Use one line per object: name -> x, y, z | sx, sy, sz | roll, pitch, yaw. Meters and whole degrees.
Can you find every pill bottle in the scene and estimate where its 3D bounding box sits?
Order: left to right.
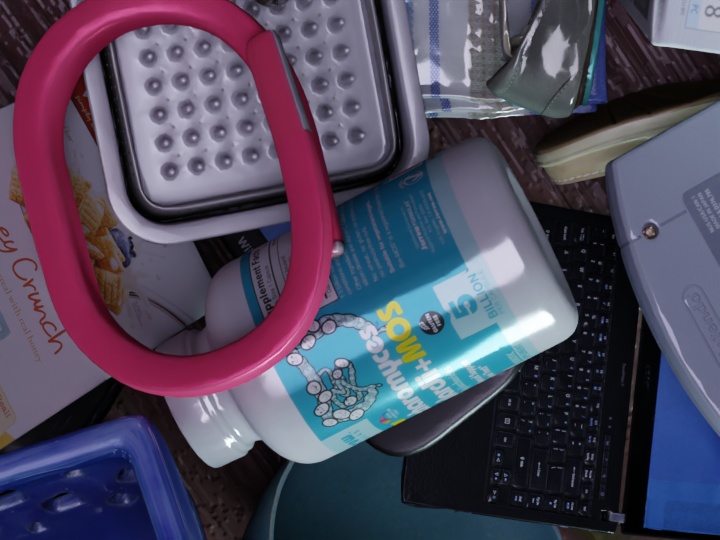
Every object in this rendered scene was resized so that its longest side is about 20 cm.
pill bottle -> 0.000, 0.024, 0.946 | 0.199, 0.111, 0.111 | -27, 103, 10

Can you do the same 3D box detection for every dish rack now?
dish rack -> -0.062, -0.123, 0.971 | 0.170, 0.044, 0.202 | -12, 93, -13

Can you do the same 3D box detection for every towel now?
towel -> 0.034, -0.153, 1.019 | 0.198, 0.024, 0.148 | -2, 93, -5

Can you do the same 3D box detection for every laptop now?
laptop -> 0.137, 0.049, 1.015 | 0.198, 0.103, 0.179 | 10, 79, -13

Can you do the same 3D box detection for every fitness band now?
fitness band -> -0.088, -0.040, 0.901 | 0.143, 0.037, 0.202 | -17, 80, 9

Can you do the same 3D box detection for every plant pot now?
plant pot -> -0.151, 0.205, 0.944 | 0.199, 0.180, 0.201 | -19, 74, 1
plant pot -> 0.005, 0.195, 1.060 | 0.200, 0.201, 0.135 | 38, 137, -10

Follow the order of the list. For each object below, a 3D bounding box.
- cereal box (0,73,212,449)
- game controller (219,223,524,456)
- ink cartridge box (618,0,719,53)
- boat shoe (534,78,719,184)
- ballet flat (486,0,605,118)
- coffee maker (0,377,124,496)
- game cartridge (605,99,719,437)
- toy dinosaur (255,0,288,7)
cereal box -> -0.166, -0.005, 0.932 | 0.039, 0.200, 0.145 | -18, 101, 40
game controller -> 0.000, 0.000, 1.025 | 0.104, 0.042, 0.201 | -36, 74, -2
ink cartridge box -> 0.235, -0.137, 0.967 | 0.198, 0.160, 0.048 | 7, 107, -2
boat shoe -> 0.195, -0.070, 1.034 | 0.198, 0.072, 0.065 | -14, 104, -2
ballet flat -> 0.108, -0.181, 0.982 | 0.063, 0.067, 0.202 | 14, 90, 3
coffee maker -> -0.225, 0.031, 0.998 | 0.199, 0.192, 0.135 | 35, 86, -10
game cartridge -> 0.213, 0.010, 0.971 | 0.133, 0.040, 0.201 | -28, 86, -8
toy dinosaur -> -0.004, -0.204, 0.889 | 0.101, 0.077, 0.201 | 12, 112, -12
